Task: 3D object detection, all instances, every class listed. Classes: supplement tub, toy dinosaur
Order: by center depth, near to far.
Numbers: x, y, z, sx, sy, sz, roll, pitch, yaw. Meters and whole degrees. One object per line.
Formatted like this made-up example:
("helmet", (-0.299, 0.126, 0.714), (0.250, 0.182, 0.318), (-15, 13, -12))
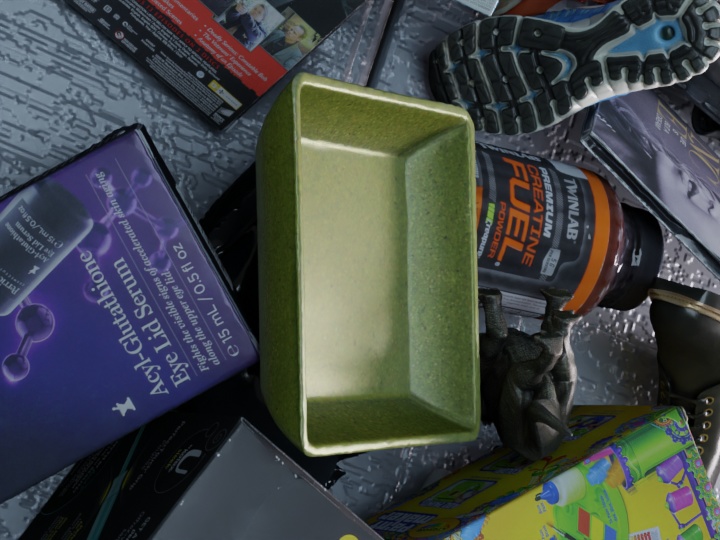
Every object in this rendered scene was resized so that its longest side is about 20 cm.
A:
("toy dinosaur", (0.103, 0.071, 1.158), (0.077, 0.200, 0.102), (-4, 112, -23))
("supplement tub", (0.096, -0.025, 1.226), (0.200, 0.107, 0.107), (11, 82, -25))

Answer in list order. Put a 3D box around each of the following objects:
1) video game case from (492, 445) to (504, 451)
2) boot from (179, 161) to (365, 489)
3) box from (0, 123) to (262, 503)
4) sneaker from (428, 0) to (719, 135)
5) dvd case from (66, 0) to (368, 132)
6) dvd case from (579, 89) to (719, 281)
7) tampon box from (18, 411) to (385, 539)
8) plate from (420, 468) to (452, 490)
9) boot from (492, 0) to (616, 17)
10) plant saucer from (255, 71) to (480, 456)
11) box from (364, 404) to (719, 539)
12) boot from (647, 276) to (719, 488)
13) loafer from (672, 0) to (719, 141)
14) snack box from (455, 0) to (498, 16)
("video game case", (0.146, 0.221, 1.251), (0.200, 0.019, 0.143), (28, 75, -21))
("boot", (-0.039, 0.032, 1.171), (0.168, 0.076, 0.200), (42, 78, -14))
("box", (-0.174, 0.027, 1.055), (0.200, 0.104, 0.148), (-30, 98, -2))
("sneaker", (0.143, -0.136, 1.240), (0.200, 0.090, 0.078), (-8, 95, 17))
("dvd case", (-0.071, -0.188, 1.121), (0.146, 0.200, 0.022), (39, 34, -18))
("dvd case", (0.229, -0.052, 1.278), (0.200, 0.016, 0.149), (44, 28, -11))
("tampon box", (-0.103, 0.175, 1.066), (0.126, 0.200, 0.150), (43, 71, -18))
("plate", (0.083, 0.264, 1.245), (0.200, 0.032, 0.200), (36, 72, -19))
("boot", (0.171, -0.208, 1.294), (0.200, 0.075, 0.107), (-39, 109, -23))
("plant saucer", (0.000, 0.000, 1.063), (0.200, 0.048, 0.200), (4, 85, -59))
("box", (0.128, 0.212, 1.165), (0.193, 0.122, 0.200), (-25, 98, -26))
("boot", (0.218, 0.099, 1.255), (0.138, 0.077, 0.200), (-62, 144, -12))
("loafer", (0.269, -0.119, 1.343), (0.201, 0.070, 0.068), (41, 32, -31))
("snack box", (0.012, -0.246, 1.121), (0.200, 0.037, 0.116), (24, 106, -8))
